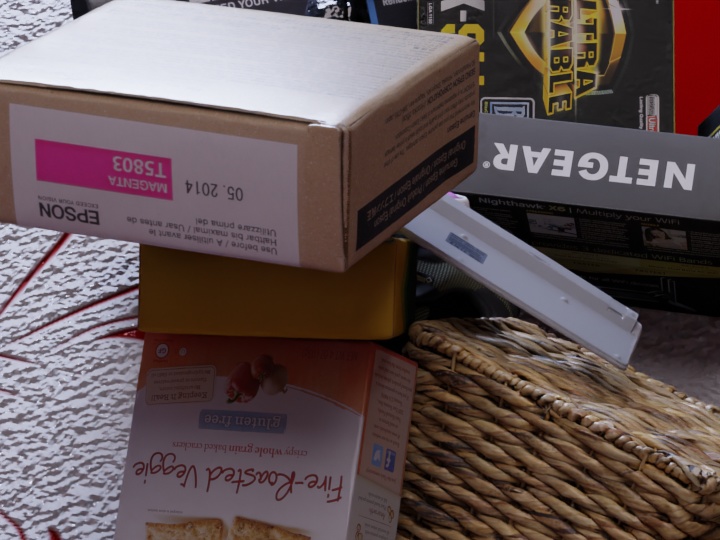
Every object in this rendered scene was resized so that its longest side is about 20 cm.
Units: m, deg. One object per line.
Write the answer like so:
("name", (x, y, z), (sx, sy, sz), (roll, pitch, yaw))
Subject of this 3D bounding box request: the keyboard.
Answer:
("keyboard", (0.054, -0.013, 1.517), (0.200, 0.011, 0.056), (32, 31, 1))

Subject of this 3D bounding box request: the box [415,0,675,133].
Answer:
("box", (0.113, -0.142, 1.833), (0.159, 0.201, 0.049), (1, -5, 1))

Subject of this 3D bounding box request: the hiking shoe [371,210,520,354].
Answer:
("hiking shoe", (0.000, 0.000, 1.615), (0.199, 0.076, 0.101), (12, 39, -15))

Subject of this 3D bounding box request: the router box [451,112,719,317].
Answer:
("router box", (0.132, -0.031, 1.708), (0.199, 0.157, 0.052), (7, 71, 11))

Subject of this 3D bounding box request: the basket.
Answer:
("basket", (0.108, 0.127, 1.524), (0.200, 0.149, 0.143), (26, 14, 31))

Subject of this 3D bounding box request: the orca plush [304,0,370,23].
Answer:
("orca plush", (0.007, -0.108, 1.802), (0.071, 0.105, 0.200), (-13, 56, 47))

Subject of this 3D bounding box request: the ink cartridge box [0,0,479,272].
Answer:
("ink cartridge box", (-0.063, -0.068, 1.418), (0.199, 0.075, 0.165), (9, 23, 23))

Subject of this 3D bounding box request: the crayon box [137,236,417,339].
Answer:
("crayon box", (-0.040, 0.006, 1.488), (0.125, 0.052, 0.200), (2, 0, 5))

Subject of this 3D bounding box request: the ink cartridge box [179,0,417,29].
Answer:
("ink cartridge box", (-0.024, -0.165, 1.868), (0.198, 0.201, 0.043), (-13, 0, -12))

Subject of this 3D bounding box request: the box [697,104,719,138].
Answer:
("box", (0.288, -0.078, 1.750), (0.161, 0.049, 0.200), (0, -5, 0))

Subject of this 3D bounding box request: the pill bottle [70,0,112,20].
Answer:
("pill bottle", (-0.082, -0.174, 1.933), (0.199, 0.112, 0.112), (-13, 40, -12))

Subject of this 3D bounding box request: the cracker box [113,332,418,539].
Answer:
("cracker box", (-0.053, 0.134, 1.481), (0.134, 0.058, 0.201), (1, 78, 28))

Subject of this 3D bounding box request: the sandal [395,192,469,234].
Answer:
("sandal", (-0.040, -0.047, 1.551), (0.202, 0.050, 0.082), (3, 3, -25))
